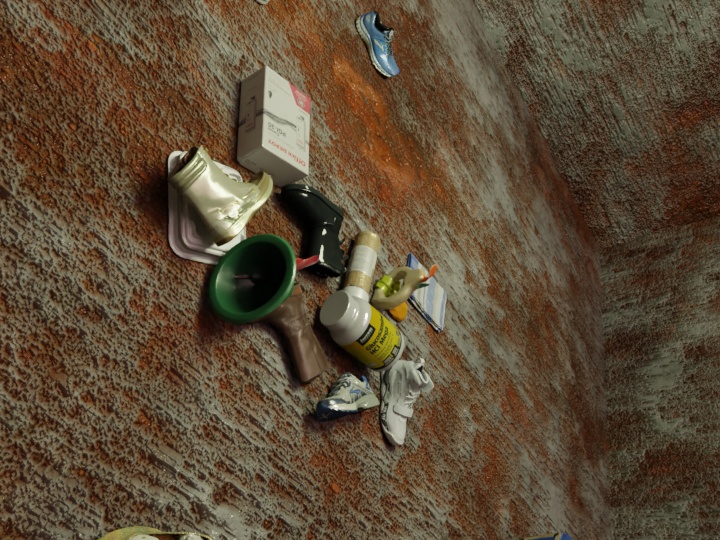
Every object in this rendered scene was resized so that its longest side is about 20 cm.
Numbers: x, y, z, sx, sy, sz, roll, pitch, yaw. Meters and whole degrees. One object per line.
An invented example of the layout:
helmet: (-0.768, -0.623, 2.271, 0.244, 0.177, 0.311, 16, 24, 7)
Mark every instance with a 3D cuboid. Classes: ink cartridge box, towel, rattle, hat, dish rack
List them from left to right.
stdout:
dish rack: (-0.273, -0.116, 1.097, 0.170, 0.043, 0.205, 14, 64, -52)
ink cartridge box: (-0.182, -0.303, 1.272, 0.145, 0.082, 0.205, 25, 56, -48)
hat: (-0.157, 0.043, 1.106, 0.167, 0.198, 0.177, 57, 0, 32)
rattle: (0.133, 0.066, 1.460, 0.145, 0.197, 0.130, 62, 36, -15)
towel: (0.187, 0.063, 1.697, 0.200, 0.023, 0.149, 46, 41, -34)

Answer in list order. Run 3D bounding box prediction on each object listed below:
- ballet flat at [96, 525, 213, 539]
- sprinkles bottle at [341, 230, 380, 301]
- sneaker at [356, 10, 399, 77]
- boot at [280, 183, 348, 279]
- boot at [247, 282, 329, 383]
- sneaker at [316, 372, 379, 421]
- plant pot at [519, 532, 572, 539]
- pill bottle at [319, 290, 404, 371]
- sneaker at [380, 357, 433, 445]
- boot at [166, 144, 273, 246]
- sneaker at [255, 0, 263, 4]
ballet flat: (-0.284, 0.398, 0.838, 0.199, 0.070, 0.072, 28, 54, -46)
sprinkles bottle: (0.000, 0.000, 1.414, 0.068, 0.067, 0.203, 44, 43, -34)
sneaker: (0.067, -0.679, 1.786, 0.202, 0.088, 0.079, 58, 38, -21)
boot: (-0.101, -0.081, 1.307, 0.197, 0.072, 0.166, 28, 58, -47)
boot: (-0.141, 0.144, 1.164, 0.185, 0.063, 0.204, -28, 104, -54)
sneaker: (-0.038, 0.264, 1.257, 0.199, 0.076, 0.087, 10, 57, -61)
plant pot: (0.530, 0.876, 1.693, 0.199, 0.198, 0.183, -20, 85, -56)
pill bottle: (0.002, 0.133, 1.321, 0.200, 0.111, 0.114, 41, 45, -37)
sneaker: (0.109, 0.303, 1.398, 0.075, 0.113, 0.204, 24, 57, -47)
boot: (-0.244, -0.160, 1.060, 0.156, 0.071, 0.202, 53, 39, -23)
sneaker: (-0.257, -0.687, 1.330, 0.198, 0.081, 0.077, 17, 62, -51)
